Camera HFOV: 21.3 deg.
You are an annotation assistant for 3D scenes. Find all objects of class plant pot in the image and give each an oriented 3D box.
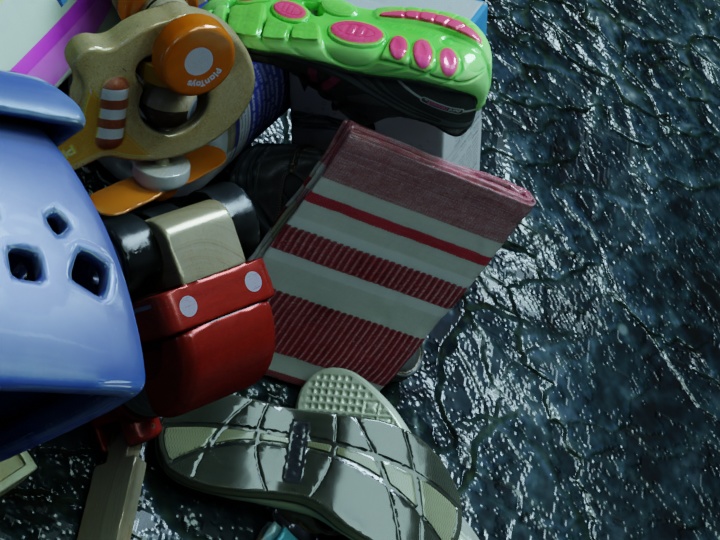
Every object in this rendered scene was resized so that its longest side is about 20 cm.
[{"bbox_3d":[-0.246,-0.004,0.969,0.199,0.200,0.181,6,68,-38],"label":"plant pot"}]

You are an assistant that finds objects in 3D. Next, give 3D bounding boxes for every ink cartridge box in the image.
[{"bbox_3d":[0.017,-0.097,1.283,0.116,0.201,0.068,20,48,19],"label":"ink cartridge box"}]

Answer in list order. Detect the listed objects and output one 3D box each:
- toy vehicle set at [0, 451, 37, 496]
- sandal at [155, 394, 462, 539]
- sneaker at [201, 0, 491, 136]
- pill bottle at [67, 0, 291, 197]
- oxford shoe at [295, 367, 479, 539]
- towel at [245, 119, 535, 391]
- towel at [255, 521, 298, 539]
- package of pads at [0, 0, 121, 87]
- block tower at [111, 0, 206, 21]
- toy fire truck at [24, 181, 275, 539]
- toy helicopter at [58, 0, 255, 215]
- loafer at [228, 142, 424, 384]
[{"bbox_3d":[-0.285,0.062,1.072,0.124,0.026,0.200,-32,86,-46],"label":"toy vehicle set"},{"bbox_3d":[-0.031,0.128,1.203,0.200,0.057,0.080,19,63,-2],"label":"sandal"},{"bbox_3d":[-0.016,-0.125,1.169,0.199,0.084,0.077,19,48,23],"label":"sneaker"},{"bbox_3d":[-0.095,-0.147,1.292,0.120,0.120,0.200,48,45,-4],"label":"pill bottle"},{"bbox_3d":[0.024,0.153,1.249,0.200,0.075,0.058,54,5,12],"label":"oxford shoe"},{"bbox_3d":[0.000,0.000,1.225,0.144,0.200,0.023,20,35,-28],"label":"towel"},{"bbox_3d":[-0.038,0.265,1.149,0.147,0.022,0.200,40,46,-11],"label":"towel"},{"bbox_3d":[-0.247,-0.151,1.130,0.200,0.068,0.155,-53,134,-29],"label":"package of pads"},{"bbox_3d":[-0.140,-0.205,1.232,0.200,0.054,0.058,-113,178,-71],"label":"block tower"},{"bbox_3d":[-0.127,0.071,1.106,0.128,0.176,0.201,-21,94,-40],"label":"toy fire truck"},{"bbox_3d":[-0.152,-0.078,1.126,0.199,0.133,0.079,-29,45,-7],"label":"toy helicopter"},{"bbox_3d":[-0.009,-0.001,1.273,0.200,0.072,0.073,53,52,-29],"label":"loafer"}]
